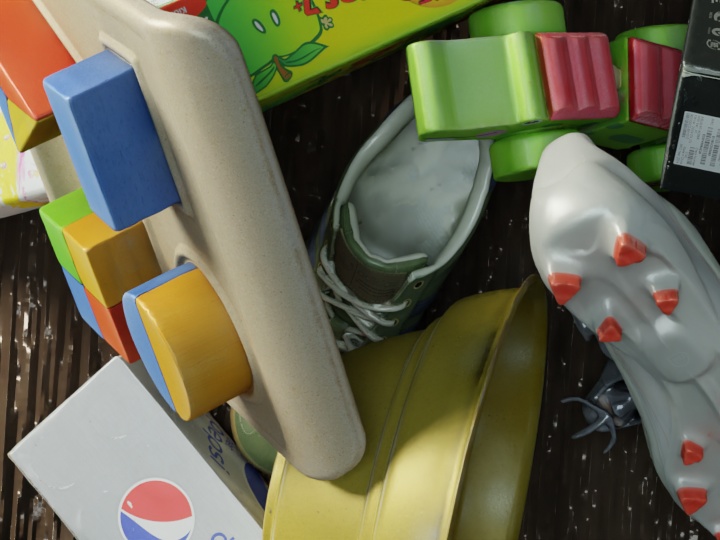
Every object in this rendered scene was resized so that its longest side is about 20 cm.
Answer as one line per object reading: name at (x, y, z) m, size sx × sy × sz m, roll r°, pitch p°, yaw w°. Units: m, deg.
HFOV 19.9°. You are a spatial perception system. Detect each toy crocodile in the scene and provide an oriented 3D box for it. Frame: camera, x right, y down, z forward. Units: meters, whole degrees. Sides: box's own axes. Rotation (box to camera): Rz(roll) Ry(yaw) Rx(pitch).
toy crocodile at (0.101, -0.071, 0.821) m, size 0.199 × 0.062 × 0.068 m, roll 1°, pitch 80°, yaw -36°

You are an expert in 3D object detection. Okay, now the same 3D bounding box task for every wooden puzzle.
wooden puzzle at (-0.087, -0.025, 0.762) m, size 0.046 × 0.200 × 0.186 m, roll -29°, pitch 121°, yaw -22°

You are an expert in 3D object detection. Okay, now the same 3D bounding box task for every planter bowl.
planter bowl at (0.012, 0.093, 0.810) m, size 0.083 × 0.200 × 0.202 m, roll 10°, pitch 93°, yaw 12°

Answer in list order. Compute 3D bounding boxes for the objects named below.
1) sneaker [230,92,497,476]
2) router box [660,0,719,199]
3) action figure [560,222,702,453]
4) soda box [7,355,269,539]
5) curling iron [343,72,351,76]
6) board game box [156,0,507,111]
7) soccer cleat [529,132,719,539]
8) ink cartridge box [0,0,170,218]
sneaker at (0.000, 0.000, 0.861) m, size 0.067 × 0.090 × 0.201 m, roll 32°, pitch 95°, yaw 6°
router box at (0.202, -0.101, 0.787) m, size 0.149 × 0.200 × 0.062 m, roll 11°, pitch 135°, yaw 8°
action figure at (0.168, 0.014, 0.850) m, size 0.200 × 0.069 × 0.130 m, roll -34°, pitch 105°, yaw 12°
soda box at (-0.057, 0.130, 0.886) m, size 0.068 × 0.063 × 0.200 m, roll -41°, pitch 86°, yaw 8°
curling iron at (0.018, -0.181, 0.885) m, size 0.049 × 0.026 × 0.201 m, roll 21°, pitch 94°, yaw 18°
board game box at (0.000, -0.108, 0.816) m, size 0.199 × 0.102 × 0.048 m, roll -26°, pitch 93°, yaw -16°
soccer cleat at (0.127, 0.029, 0.797) m, size 0.069 × 0.078 × 0.200 m, roll -25°, pitch 124°, yaw 19°
ink cartridge box at (-0.161, -0.083, 0.892) m, size 0.199 × 0.067 × 0.118 m, roll -15°, pitch 90°, yaw 7°
